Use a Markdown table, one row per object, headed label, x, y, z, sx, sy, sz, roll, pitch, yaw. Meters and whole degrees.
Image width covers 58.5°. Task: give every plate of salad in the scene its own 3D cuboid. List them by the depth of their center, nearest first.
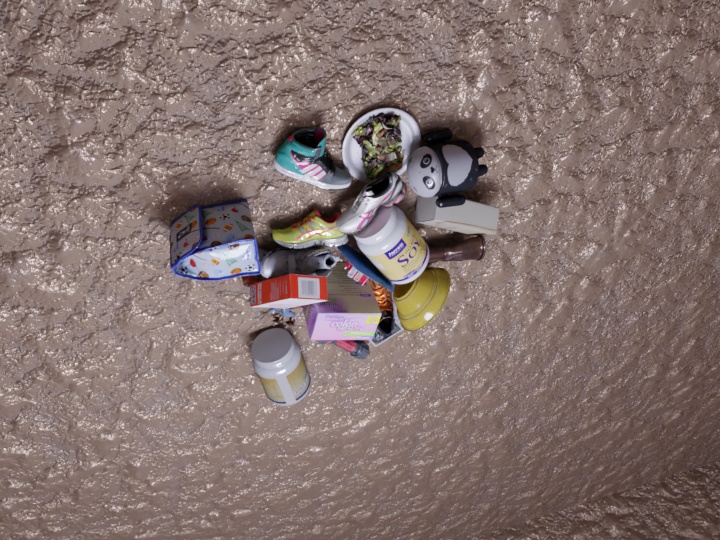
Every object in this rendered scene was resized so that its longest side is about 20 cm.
| label | x | y | z | sx | sy | sz | roll | pitch | yaw |
| --- | --- | --- | --- | --- | --- | --- | --- | --- | --- |
| plate of salad | 0.053 | -0.287 | 1.520 | 0.196 | 0.048 | 0.203 | -10 | 133 | -10 |

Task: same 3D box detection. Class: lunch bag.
| label | x | y | z | sx | sy | sz | roll | pitch | yaw |
| --- | --- | --- | --- | --- | --- | --- | --- | --- | --- |
| lunch bag | -0.342 | -0.068 | 1.486 | 0.196 | 0.171 | 0.126 | -10 | 130 | -9 |

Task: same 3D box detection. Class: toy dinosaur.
| label | x | y | z | sx | sy | sz | roll | pitch | yaw |
| --- | --- | --- | --- | --- | --- | --- | --- | --- | --- |
| toy dinosaur | -0.239 | 0.070 | 1.737 | 0.199 | 0.104 | 0.184 | -40 | 131 | -32 |

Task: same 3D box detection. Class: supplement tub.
| label | x | y | z | sx | sy | sz | roll | pitch | yaw |
| --- | --- | --- | --- | --- | --- | --- | --- | --- | --- |
| supplement tub | 0.076 | -0.075 | 1.646 | 0.144 | 0.147 | 0.200 | -33 | 133 | 12 |
| supplement tub | -0.230 | 0.277 | 1.849 | 0.142 | 0.146 | 0.202 | -17 | 134 | -4 |

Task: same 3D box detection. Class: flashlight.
| label | x | y | z | sx | sy | sz | roll | pitch | yaw |
| --- | --- | --- | --- | --- | --- | --- | --- | --- | --- |
| flashlight | -0.052 | 0.210 | 1.907 | 0.198 | 0.068 | 0.068 | 31 | 120 | -36 |

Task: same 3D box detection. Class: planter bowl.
| label | x | y | z | sx | sy | sz | roll | pitch | yaw |
| --- | --- | --- | --- | --- | --- | --- | --- | --- | --- |
| planter bowl | 0.149 | 0.058 | 1.763 | 0.083 | 0.202 | 0.200 | 35 | 113 | -24 |

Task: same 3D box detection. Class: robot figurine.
| label | x | y | z | sx | sy | sz | roll | pitch | yaw |
| --- | --- | --- | --- | --- | --- | --- | --- | --- | --- |
| robot figurine | 0.207 | -0.245 | 1.545 | 0.196 | 0.152 | 0.126 | -12 | 141 | -20 |

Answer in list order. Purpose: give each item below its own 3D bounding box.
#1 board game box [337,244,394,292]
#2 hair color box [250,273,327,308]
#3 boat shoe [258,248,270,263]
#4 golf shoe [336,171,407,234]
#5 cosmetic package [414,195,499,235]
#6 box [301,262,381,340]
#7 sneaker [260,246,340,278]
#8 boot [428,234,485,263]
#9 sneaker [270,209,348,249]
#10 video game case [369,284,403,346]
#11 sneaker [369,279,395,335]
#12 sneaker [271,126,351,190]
| label | x | y | z | sx | sy | sz | roll | pitch | yaw |
| --- | --- | --- | --- | --- | --- | --- | --- | --- | --- |
| board game box | 0.000 | 0.000 | 1.674 | 0.199 | 0.159 | 0.039 | 32 | 105 | -38 |
| hair color box | -0.182 | 0.054 | 1.598 | 0.109 | 0.065 | 0.198 | 5 | 168 | -38 |
| boat shoe | -0.261 | -0.020 | 1.630 | 0.197 | 0.069 | 0.057 | 17 | 124 | -33 |
| golf shoe | 0.013 | -0.168 | 1.545 | 0.199 | 0.073 | 0.092 | -37 | 147 | 11 |
| cosmetic package | 0.251 | -0.144 | 1.666 | 0.196 | 0.103 | 0.075 | 9 | 87 | -26 |
| box | -0.060 | 0.078 | 1.696 | 0.172 | 0.202 | 0.098 | 2 | 130 | -22 |
| sneaker | -0.146 | -0.020 | 1.600 | 0.197 | 0.114 | 0.077 | -12 | 102 | -40 |
| boot | 0.221 | -0.047 | 1.730 | 0.195 | 0.066 | 0.186 | -5 | 170 | -14 |
| sneaker | -0.128 | -0.108 | 1.603 | 0.196 | 0.078 | 0.092 | -6 | 112 | -16 |
| video game case | 0.070 | 0.127 | 1.909 | 0.180 | 0.024 | 0.200 | -33 | 133 | 9 |
| sneaker | 0.063 | 0.086 | 1.779 | 0.076 | 0.112 | 0.203 | -16 | 113 | 3 |
| sneaker | -0.091 | -0.263 | 1.470 | 0.196 | 0.085 | 0.121 | 12 | 135 | -26 |
